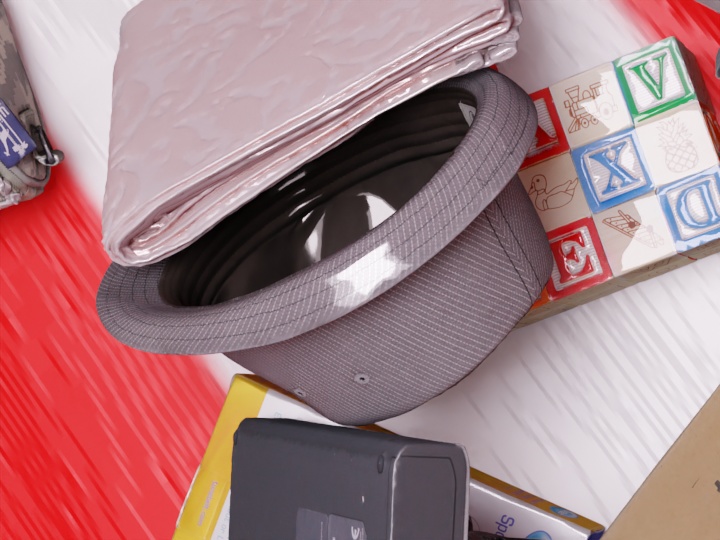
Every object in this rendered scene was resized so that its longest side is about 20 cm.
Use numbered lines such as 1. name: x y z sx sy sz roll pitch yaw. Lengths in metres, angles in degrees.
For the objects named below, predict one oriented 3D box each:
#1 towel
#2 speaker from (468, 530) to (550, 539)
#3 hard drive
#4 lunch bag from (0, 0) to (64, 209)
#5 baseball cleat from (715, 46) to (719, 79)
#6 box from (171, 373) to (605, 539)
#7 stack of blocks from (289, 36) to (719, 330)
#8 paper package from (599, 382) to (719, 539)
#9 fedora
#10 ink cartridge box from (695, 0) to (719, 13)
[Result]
1. towel: -0.024 -0.099 1.010 0.190 0.200 0.032 -28 118 13
2. speaker: 0.055 0.202 0.920 0.081 0.081 0.202 2 88 17
3. hard drive: -0.011 0.133 0.949 0.033 0.200 0.141 3 89 -20
4. lunch bag: -0.252 -0.078 1.100 0.199 0.139 0.169 -24 97 15
5. baseball cleat: 0.243 -0.066 0.980 0.199 0.107 0.070 25 57 -6
6. box: 0.015 0.137 1.052 0.199 0.041 0.120 23 94 15
7. stack of blocks: 0.057 -0.034 1.035 0.199 0.059 0.116 -21 82 15
8. paper package: 0.213 0.109 0.926 0.191 0.103 0.201 43 106 35
9. fedora: 0.000 0.000 0.958 0.199 0.177 0.091 -16 118 38
10. ink cartridge box: 0.119 -0.179 0.950 0.084 0.200 0.145 -45 76 13
